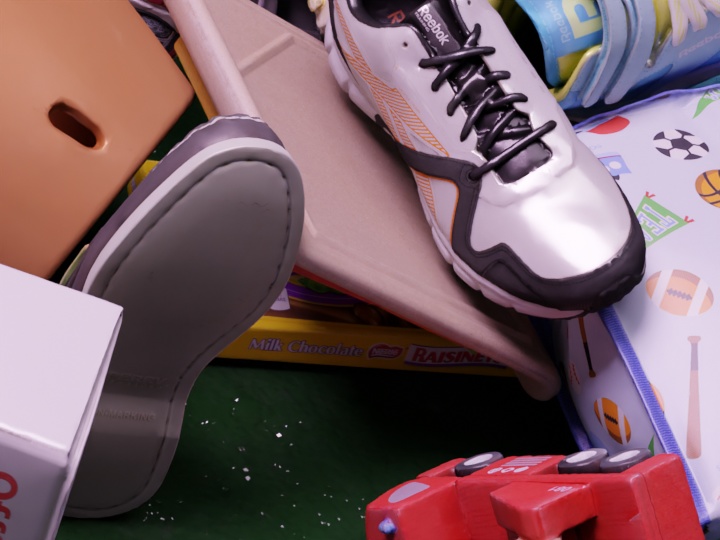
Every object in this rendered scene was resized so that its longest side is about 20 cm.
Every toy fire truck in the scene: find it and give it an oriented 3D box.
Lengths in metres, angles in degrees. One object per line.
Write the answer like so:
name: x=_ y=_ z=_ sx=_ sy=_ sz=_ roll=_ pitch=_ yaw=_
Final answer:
toy fire truck: x=0.050 y=0.111 z=0.979 sx=0.141 sy=0.200 sz=0.049 roll=-21 pitch=98 yaw=-35

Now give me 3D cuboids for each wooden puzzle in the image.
wooden puzzle: x=-0.009 y=-0.040 z=1.105 sx=0.200 sy=0.037 sz=0.185 roll=32 pitch=24 yaw=-47

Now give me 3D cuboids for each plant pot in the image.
plant pot: x=-0.162 y=-0.061 z=1.065 sx=0.140 sy=0.200 sz=0.200 roll=40 pitch=42 yaw=-4

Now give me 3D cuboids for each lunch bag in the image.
lunch bag: x=0.163 y=0.015 z=1.121 sx=0.170 sy=0.124 sz=0.200 roll=-18 pitch=68 yaw=-16

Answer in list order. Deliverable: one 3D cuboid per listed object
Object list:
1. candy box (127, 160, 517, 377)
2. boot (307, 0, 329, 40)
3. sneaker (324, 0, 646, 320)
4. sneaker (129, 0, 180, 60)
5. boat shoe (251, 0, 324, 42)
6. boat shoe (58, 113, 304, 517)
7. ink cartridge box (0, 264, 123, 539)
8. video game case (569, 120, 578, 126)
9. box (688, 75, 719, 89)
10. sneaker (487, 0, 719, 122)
candy box: x=0.000 y=0.000 z=1.176 sx=0.199 sy=0.026 sz=0.102 roll=4 pitch=42 yaw=-20
boot: x=-0.043 y=-0.175 z=1.189 sx=0.072 sy=0.199 sz=0.155 roll=-21 pitch=94 yaw=-70
sneaker: x=0.042 y=-0.063 z=1.065 sx=0.074 sy=0.080 sz=0.200 roll=-33 pitch=61 yaw=-11
sneaker: x=-0.156 y=-0.160 z=1.174 sx=0.200 sy=0.075 sz=0.081 roll=40 pitch=39 yaw=13
boat shoe: x=-0.023 y=-0.123 z=1.270 sx=0.067 sy=0.057 sz=0.200 roll=9 pitch=43 yaw=-14
boat shoe: x=-0.080 y=0.009 z=1.002 sx=0.072 sy=0.201 sz=0.061 roll=12 pitch=42 yaw=-24
ink cartridge box: x=-0.200 y=0.054 z=0.947 sx=0.199 sy=0.147 sz=0.083 roll=20 pitch=42 yaw=-4
video game case: x=0.158 y=-0.071 z=1.301 sx=0.182 sy=0.022 sz=0.200 roll=25 pitch=42 yaw=-10
box: x=0.195 y=-0.051 z=1.249 sx=0.200 sy=0.049 sz=0.082 roll=40 pitch=41 yaw=9
sneaker: x=0.137 y=-0.120 z=1.131 sx=0.130 sy=0.200 sz=0.080 roll=-6 pitch=68 yaw=-60
